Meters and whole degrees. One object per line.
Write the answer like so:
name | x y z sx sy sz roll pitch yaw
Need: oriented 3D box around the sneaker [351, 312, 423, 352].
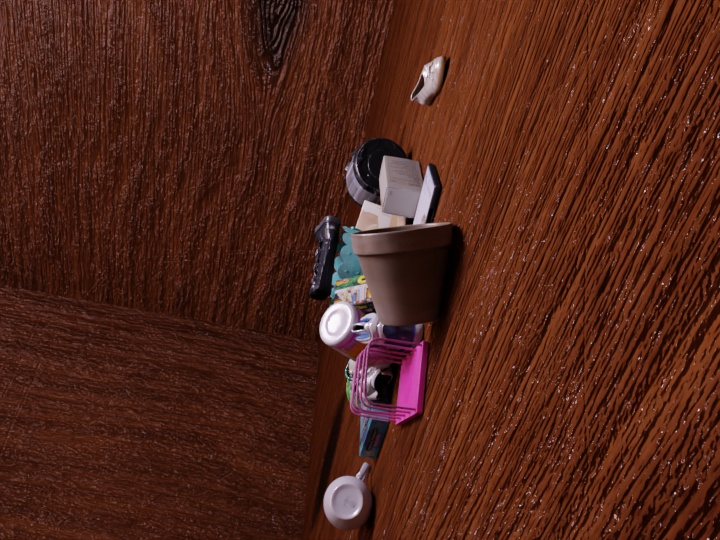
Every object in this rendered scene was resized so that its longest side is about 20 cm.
sneaker | 0.049 0.129 1.513 0.200 0.142 0.083 145 135 -81

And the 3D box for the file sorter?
file sorter | 0.053 0.227 1.429 0.200 0.122 0.143 117 161 -69

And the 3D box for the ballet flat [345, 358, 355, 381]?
ballet flat | 0.012 0.220 1.931 0.070 0.066 0.204 26 -95 -63

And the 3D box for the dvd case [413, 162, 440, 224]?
dvd case | 0.146 -0.127 1.599 0.144 0.017 0.204 -91 13 -63

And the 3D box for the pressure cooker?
pressure cooker | 0.042 -0.277 2.037 0.200 0.174 0.181 130 153 -72

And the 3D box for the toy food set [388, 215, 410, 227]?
toy food set | 0.100 -0.074 1.807 0.203 0.047 0.201 -88 10 -49

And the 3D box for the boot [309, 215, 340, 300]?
boot | -0.095 -0.019 1.817 0.165 0.064 0.206 113 162 -71

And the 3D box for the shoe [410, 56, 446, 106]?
shoe | 0.171 -0.471 1.739 0.200 0.052 0.072 121 158 -73

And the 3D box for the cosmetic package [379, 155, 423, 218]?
cosmetic package | 0.103 -0.212 1.751 0.202 0.102 0.073 -88 9 -59

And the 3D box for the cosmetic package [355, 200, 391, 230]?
cosmetic package | 0.030 -0.082 1.951 0.071 0.103 0.205 5 -77 -77

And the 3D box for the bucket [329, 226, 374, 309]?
bucket | 0.000 0.000 1.777 0.207 0.131 0.213 -169 90 -84

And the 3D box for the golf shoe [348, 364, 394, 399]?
golf shoe | 0.056 0.229 1.704 0.078 0.093 0.203 47 -117 -46

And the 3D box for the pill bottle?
pill bottle | 0.001 0.156 1.593 0.102 0.199 0.107 -20 53 29

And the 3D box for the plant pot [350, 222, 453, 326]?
plant pot | 0.085 0.006 1.317 0.200 0.194 0.179 -130 34 -82

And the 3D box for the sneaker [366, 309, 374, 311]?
sneaker | 0.020 0.094 1.899 0.201 0.072 0.115 -51 -1 -29

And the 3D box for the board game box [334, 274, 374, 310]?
board game box | 0.034 0.043 1.621 0.106 0.195 0.024 -88 -19 -52

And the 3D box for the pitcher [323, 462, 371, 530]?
pitcher | -0.020 0.552 1.719 0.201 0.119 0.175 86 -154 -69

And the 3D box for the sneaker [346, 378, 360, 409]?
sneaker | 0.003 0.300 2.002 0.084 0.072 0.206 -124 45 -87

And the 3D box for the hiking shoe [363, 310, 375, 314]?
hiking shoe | 0.016 0.201 1.868 0.076 0.098 0.206 -148 69 -76

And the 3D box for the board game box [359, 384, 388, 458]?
board game box | 0.035 0.345 1.766 0.203 0.046 0.153 -87 9 -50
